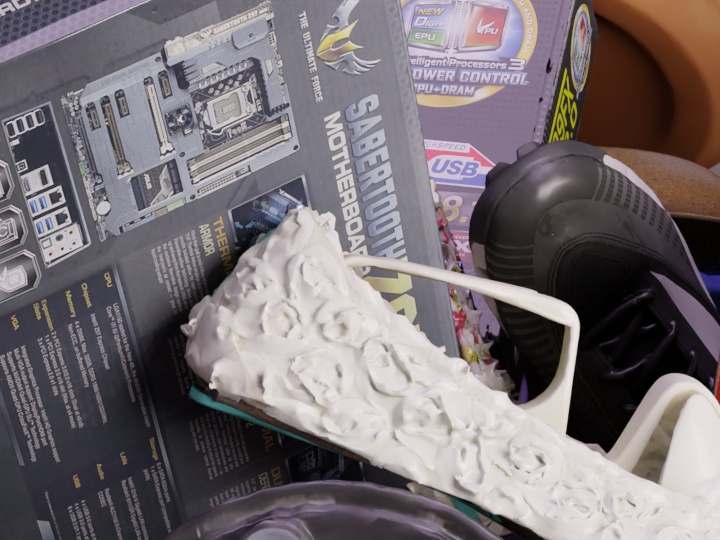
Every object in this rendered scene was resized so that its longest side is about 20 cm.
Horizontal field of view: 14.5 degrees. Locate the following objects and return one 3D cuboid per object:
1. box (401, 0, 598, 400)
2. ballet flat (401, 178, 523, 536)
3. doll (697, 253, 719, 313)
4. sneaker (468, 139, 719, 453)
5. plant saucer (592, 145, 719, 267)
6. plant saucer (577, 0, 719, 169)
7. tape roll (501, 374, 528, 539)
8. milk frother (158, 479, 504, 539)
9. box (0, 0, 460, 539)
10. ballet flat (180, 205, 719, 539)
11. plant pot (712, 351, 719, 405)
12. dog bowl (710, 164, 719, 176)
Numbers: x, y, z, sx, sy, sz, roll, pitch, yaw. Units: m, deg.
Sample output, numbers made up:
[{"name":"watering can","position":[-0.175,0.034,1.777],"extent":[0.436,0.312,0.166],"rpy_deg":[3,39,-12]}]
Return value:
[{"name":"box","position":[-0.028,-0.038,1.000],"extent":[0.199,0.044,0.161],"rpy_deg":[5,59,18]},{"name":"ballet flat","position":[0.000,0.000,0.902],"extent":[0.075,0.064,0.200],"rpy_deg":[-30,57,-3]},{"name":"doll","position":[0.141,0.017,1.052],"extent":[0.199,0.049,0.136],"rpy_deg":[10,-9,-37]},{"name":"sneaker","position":[0.099,0.041,0.901],"extent":[0.066,0.200,0.091],"rpy_deg":[-34,41,-5]},{"name":"plant saucer","position":[0.068,-0.012,1.094],"extent":[0.199,0.036,0.200],"rpy_deg":[-3,-14,-1]},{"name":"plant saucer","position":[0.060,-0.083,1.080],"extent":[0.199,0.200,0.038],"rpy_deg":[4,56,17]},{"name":"tape roll","position":[-0.041,0.071,0.985],"extent":[0.199,0.066,0.200],"rpy_deg":[-2,19,1]},{"name":"milk frother","position":[-0.015,0.163,0.637],"extent":[0.199,0.181,0.188],"rpy_deg":[-28,-15,4]},{"name":"box","position":[-0.057,0.000,0.744],"extent":[0.157,0.200,0.051],"rpy_deg":[-25,44,-14]},{"name":"ballet flat","position":[0.051,0.044,0.714],"extent":[0.199,0.072,0.072],"rpy_deg":[28,19,-6]},{"name":"plant pot","position":[0.219,0.073,0.786],"extent":[0.176,0.201,0.200],"rpy_deg":[26,33,34]},{"name":"dog bowl","position":[0.218,-0.046,1.271],"extent":[0.199,0.074,0.200],"rpy_deg":[-3,20,1]}]
